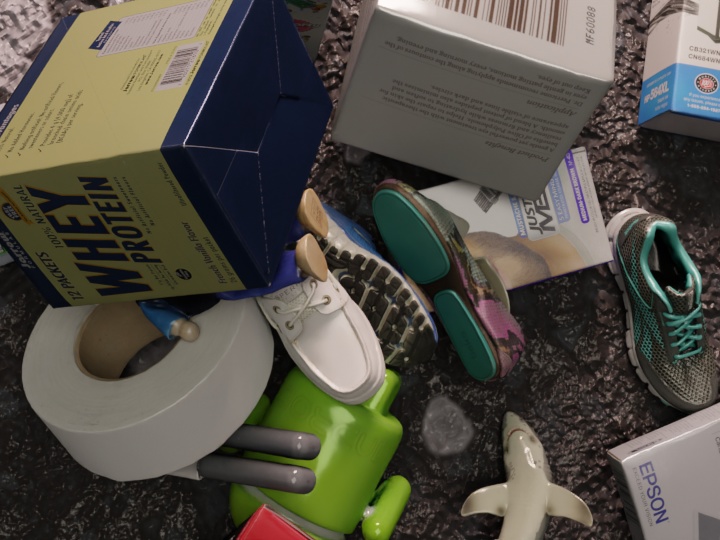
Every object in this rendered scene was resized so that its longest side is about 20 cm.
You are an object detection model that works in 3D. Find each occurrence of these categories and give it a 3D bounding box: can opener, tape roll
[{"bbox_3d":[-0.121,0.148,0.889,0.197,0.066,0.054,2,80,35],"label":"can opener"},{"bbox_3d":[-0.174,0.068,0.894,0.201,0.203,0.071,-33,135,-7],"label":"tape roll"}]

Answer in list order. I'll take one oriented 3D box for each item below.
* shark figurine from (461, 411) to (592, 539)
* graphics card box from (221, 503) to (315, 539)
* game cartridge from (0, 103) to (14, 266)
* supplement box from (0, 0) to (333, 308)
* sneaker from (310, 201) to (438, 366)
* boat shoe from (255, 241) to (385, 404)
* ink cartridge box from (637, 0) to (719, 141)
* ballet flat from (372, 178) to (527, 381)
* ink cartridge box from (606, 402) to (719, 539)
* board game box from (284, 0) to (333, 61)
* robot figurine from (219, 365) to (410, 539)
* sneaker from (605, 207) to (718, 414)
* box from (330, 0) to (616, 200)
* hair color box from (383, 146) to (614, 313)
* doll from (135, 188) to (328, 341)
[{"bbox_3d":[0.129,0.252,0.981,0.127,0.090,0.215,29,73,29],"label":"shark figurine"},{"bbox_3d":[-0.071,0.269,0.891,0.125,0.200,0.051,37,57,-4],"label":"graphics card box"},{"bbox_3d":[-0.307,-0.071,0.926,0.197,0.041,0.135,-23,129,-8],"label":"game cartridge"},{"bbox_3d":[-0.153,-0.096,0.815,0.196,0.135,0.202,-6,45,25],"label":"supplement box"},{"bbox_3d":[0.000,0.000,0.960,0.200,0.089,0.079,46,115,16],"label":"sneaker"},{"bbox_3d":[-0.053,0.021,0.881,0.070,0.069,0.201,-37,70,2],"label":"boat shoe"},{"bbox_3d":[0.356,-0.230,1.032,0.143,0.084,0.204,8,86,-6],"label":"ink cartridge box"},{"bbox_3d":[0.081,-0.001,0.935,0.071,0.069,0.202,-40,102,-37],"label":"ballet flat"},{"bbox_3d":[0.347,0.224,1.005,0.197,0.041,0.203,-21,101,-8],"label":"ink cartridge box"},{"bbox_3d":[-0.053,-0.278,0.926,0.063,0.200,0.151,5,85,-6],"label":"board game box"},{"bbox_3d":[-0.039,0.165,0.937,0.174,0.116,0.202,28,90,7],"label":"robot figurine"},{"bbox_3d":[0.285,0.038,1.002,0.076,0.091,0.203,-22,89,-7],"label":"sneaker"},{"bbox_3d":[0.098,-0.205,0.924,0.195,0.172,0.203,15,56,-6],"label":"box"},{"bbox_3d":[0.123,-0.034,1.002,0.196,0.065,0.111,-16,89,-6],"label":"hair color box"},{"bbox_3d":[-0.122,-0.011,0.855,0.197,0.049,0.139,-12,58,19],"label":"doll"}]
